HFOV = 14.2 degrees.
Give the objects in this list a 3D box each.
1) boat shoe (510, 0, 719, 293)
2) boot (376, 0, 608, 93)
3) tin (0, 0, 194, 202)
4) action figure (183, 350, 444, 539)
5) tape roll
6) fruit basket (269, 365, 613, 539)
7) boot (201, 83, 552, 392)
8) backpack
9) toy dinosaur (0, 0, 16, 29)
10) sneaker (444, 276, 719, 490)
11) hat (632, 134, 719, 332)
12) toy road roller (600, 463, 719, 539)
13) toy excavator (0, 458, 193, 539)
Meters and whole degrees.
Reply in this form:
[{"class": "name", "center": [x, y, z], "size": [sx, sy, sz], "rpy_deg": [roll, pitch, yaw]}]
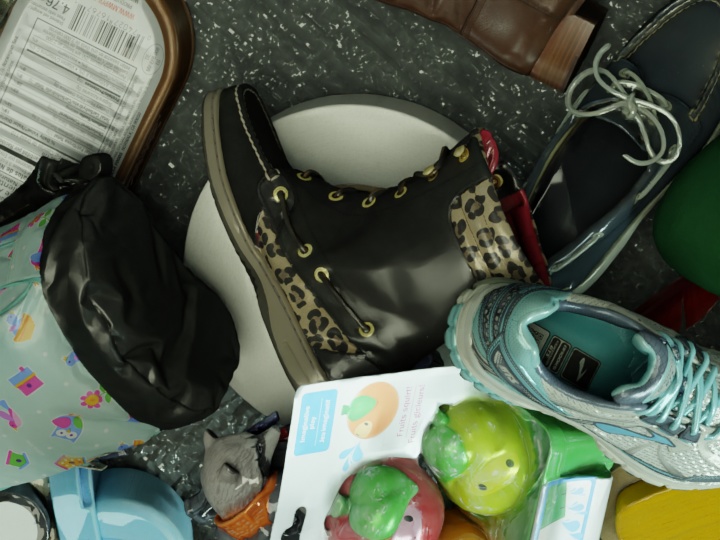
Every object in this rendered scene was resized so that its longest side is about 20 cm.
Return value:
[{"class": "boat shoe", "center": [0.141, -0.073, 1.579], "size": [0.075, 0.062, 0.200], "rpy_deg": [40, 92, 17]}, {"class": "boot", "center": [0.057, -0.215, 1.580], "size": [0.200, 0.064, 0.187], "rpy_deg": [26, 105, 6]}, {"class": "tin", "center": [-0.172, -0.091, 1.657], "size": [0.112, 0.042, 0.200], "rpy_deg": [28, 107, 6]}, {"class": "action figure", "center": [-0.001, 0.132, 1.623], "size": [0.193, 0.105, 0.200], "rpy_deg": [26, 132, -26]}, {"class": "tape roll", "center": [0.000, 0.000, 1.652], "size": [0.202, 0.037, 0.203], "rpy_deg": [2, 104, 8]}, {"class": "fruit basket", "center": [0.040, 0.133, 1.528], "size": [0.094, 0.200, 0.186], "rpy_deg": [34, 123, 43]}, {"class": "boot", "center": [0.007, -0.034, 1.557], "size": [0.150, 0.073, 0.200], "rpy_deg": [-27, 67, 17]}, {"class": "backpack", "center": [-0.189, 0.041, 1.615], "size": [0.200, 0.127, 0.167], "rpy_deg": [-18, 119, 30]}, {"class": "toy dinosaur", "center": [-0.222, -0.158, 1.623], "size": [0.200, 0.047, 0.088], "rpy_deg": [-48, 57, 11]}, {"class": "sneaker", "center": [0.143, 0.062, 1.472], "size": [0.200, 0.086, 0.078], "rpy_deg": [19, 81, -17]}, {"class": "hat", "center": [0.179, -0.032, 1.591], "size": [0.176, 0.200, 0.166], "rpy_deg": [4, 136, 40]}, {"class": "toy road roller", "center": [0.238, 0.126, 1.607], "size": [0.200, 0.123, 0.146], "rpy_deg": [-20, 112, 13]}, {"class": "toy excavator", "center": [-0.113, 0.184, 1.695], "size": [0.200, 0.100, 0.195], "rpy_deg": [-11, 104, 3]}]
